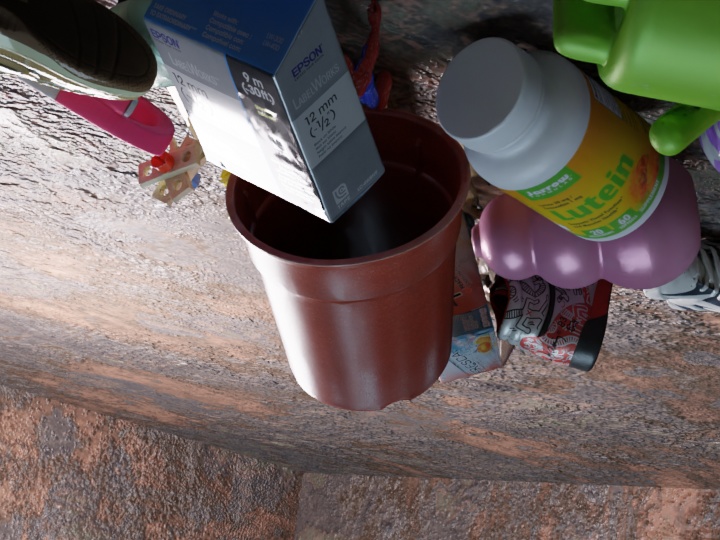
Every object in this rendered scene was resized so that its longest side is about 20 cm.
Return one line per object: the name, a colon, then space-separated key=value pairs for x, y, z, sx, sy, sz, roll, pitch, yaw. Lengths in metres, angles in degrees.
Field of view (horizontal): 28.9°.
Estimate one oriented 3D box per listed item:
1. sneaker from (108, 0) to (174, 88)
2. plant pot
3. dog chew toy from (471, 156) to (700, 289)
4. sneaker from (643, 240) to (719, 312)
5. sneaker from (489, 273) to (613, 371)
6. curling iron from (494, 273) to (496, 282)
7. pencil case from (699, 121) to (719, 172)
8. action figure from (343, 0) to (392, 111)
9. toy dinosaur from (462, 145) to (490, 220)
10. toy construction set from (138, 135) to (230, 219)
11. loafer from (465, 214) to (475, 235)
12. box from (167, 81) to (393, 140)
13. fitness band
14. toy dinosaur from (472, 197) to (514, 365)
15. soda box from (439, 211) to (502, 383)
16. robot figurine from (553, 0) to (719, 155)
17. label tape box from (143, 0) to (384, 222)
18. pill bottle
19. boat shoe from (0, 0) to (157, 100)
sneaker: x=-0.122 y=-0.161 z=1.116 sx=0.117 sy=0.074 sz=0.200 roll=-9 pitch=148 yaw=31
plant pot: x=0.000 y=0.000 z=1.183 sx=0.199 sy=0.202 sz=0.197 roll=5 pitch=134 yaw=14
dog chew toy: x=0.198 y=-0.039 z=1.245 sx=0.198 sy=0.126 sz=0.125 roll=-8 pitch=162 yaw=8
sneaker: x=0.366 y=0.001 z=1.427 sx=0.128 sy=0.080 sz=0.199 roll=0 pitch=163 yaw=25
sneaker: x=0.185 y=-0.004 z=1.328 sx=0.107 sy=0.203 sz=0.067 roll=17 pitch=143 yaw=0
curling iron: x=0.212 y=-0.010 z=1.401 sx=0.199 sy=0.050 sz=0.025 roll=-13 pitch=-166 yaw=-38
pencil case: x=0.319 y=-0.119 z=1.005 sx=0.083 sy=0.086 sz=0.200 roll=10 pitch=164 yaw=-13
action figure: x=-0.014 y=-0.173 z=1.064 sx=0.064 sy=0.100 sz=0.200 roll=4 pitch=-173 yaw=7
toy dinosaur: x=0.097 y=-0.096 z=1.308 sx=0.101 sy=0.059 sz=0.199 roll=36 pitch=144 yaw=-30
toy construction set: x=-0.105 y=-0.093 z=1.265 sx=0.130 sy=0.093 sz=0.199 roll=1 pitch=174 yaw=30
loafer: x=0.039 y=-0.045 z=1.455 sx=0.199 sy=0.073 sz=0.073 roll=20 pitch=162 yaw=-33
box: x=-0.066 y=-0.140 z=1.266 sx=0.198 sy=0.022 sz=0.164 roll=7 pitch=165 yaw=8
fitness band: x=-0.236 y=-0.159 z=1.127 sx=0.199 sy=0.038 sz=0.144 roll=32 pitch=-175 yaw=-18
toy dinosaur: x=0.168 y=0.007 z=1.431 sx=0.134 sy=0.201 sz=0.086 roll=12 pitch=136 yaw=-21
soda box: x=0.083 y=0.005 z=1.341 sx=0.063 sy=0.201 sz=0.069 roll=-15 pitch=140 yaw=4
robot figurine: x=0.221 y=-0.158 z=0.859 sx=0.198 sy=0.116 sz=0.176 roll=11 pitch=135 yaw=-4
label tape box: x=-0.075 y=-0.143 z=0.951 sx=0.143 sy=0.066 sz=0.201 roll=28 pitch=154 yaw=39
pill bottle: x=0.150 y=-0.105 z=1.100 sx=0.110 sy=0.112 sz=0.199 roll=-5 pitch=160 yaw=40
boat shoe: x=-0.248 y=-0.170 z=1.018 sx=0.199 sy=0.072 sz=0.076 roll=25 pitch=139 yaw=-18
